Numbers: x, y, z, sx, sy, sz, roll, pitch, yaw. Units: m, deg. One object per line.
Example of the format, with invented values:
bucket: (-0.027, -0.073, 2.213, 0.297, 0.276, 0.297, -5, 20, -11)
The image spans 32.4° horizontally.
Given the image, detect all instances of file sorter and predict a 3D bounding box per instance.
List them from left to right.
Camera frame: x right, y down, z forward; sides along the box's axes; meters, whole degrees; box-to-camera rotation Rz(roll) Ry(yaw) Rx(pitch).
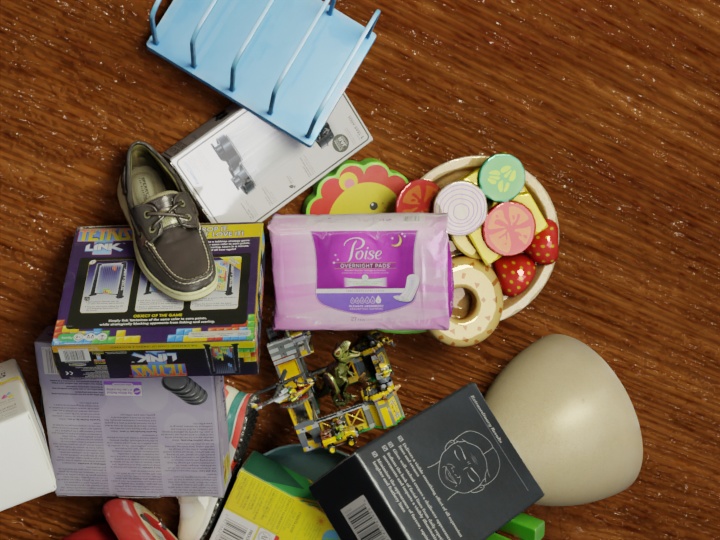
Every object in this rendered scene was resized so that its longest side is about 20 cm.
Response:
file sorter: (-0.096, -0.244, 1.237, 0.199, 0.123, 0.139, 31, 81, -3)

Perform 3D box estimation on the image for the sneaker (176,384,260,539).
sneaker: (-0.184, 0.212, 1.393, 0.093, 0.070, 0.201, 23, 108, 7)

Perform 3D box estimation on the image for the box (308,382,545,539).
box: (0.073, 0.237, 1.332, 0.199, 0.107, 0.149, -23, 77, -41)

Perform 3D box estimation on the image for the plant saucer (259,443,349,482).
plant saucer: (-0.049, 0.283, 1.427, 0.198, 0.036, 0.201, 4, 108, 13)

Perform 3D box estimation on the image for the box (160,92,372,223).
box: (-0.101, -0.133, 1.336, 0.200, 0.060, 0.117, -38, 112, -9)

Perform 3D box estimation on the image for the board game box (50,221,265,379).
board game box: (-0.198, 0.029, 1.251, 0.198, 0.166, 0.057, -1, 135, 1)

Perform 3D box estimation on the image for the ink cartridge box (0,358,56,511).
ink cartridge box: (-0.390, 0.173, 1.226, 0.144, 0.200, 0.088, -20, 105, -14)

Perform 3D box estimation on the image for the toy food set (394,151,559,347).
toy food set: (0.125, -0.030, 1.371, 0.199, 0.049, 0.199, -33, 106, 1)

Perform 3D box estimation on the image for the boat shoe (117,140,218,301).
boat shoe: (-0.201, -0.052, 1.243, 0.073, 0.200, 0.065, -21, 141, -20)

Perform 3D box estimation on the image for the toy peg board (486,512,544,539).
toy peg board: (0.133, 0.379, 1.458, 0.200, 0.097, 0.201, -28, 125, -46)

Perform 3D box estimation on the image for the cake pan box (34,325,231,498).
cake pan box: (-0.241, 0.150, 1.309, 0.198, 0.052, 0.186, -1, 109, 6)

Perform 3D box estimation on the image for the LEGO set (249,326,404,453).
LEGO set: (-0.034, 0.102, 1.355, 0.153, 0.200, 0.117, -17, 108, 9)

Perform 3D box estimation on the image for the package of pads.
package of pads: (0.000, 0.000, 1.318, 0.198, 0.076, 0.121, -1, 106, 7)

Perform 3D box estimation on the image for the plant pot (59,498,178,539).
plant pot: (-0.260, 0.361, 1.318, 0.182, 0.200, 0.201, -41, 113, -9)

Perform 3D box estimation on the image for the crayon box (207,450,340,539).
crayon box: (-0.063, 0.306, 1.391, 0.199, 0.051, 0.128, 28, 113, 5)

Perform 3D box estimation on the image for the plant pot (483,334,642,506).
plant pot: (0.208, 0.192, 1.436, 0.134, 0.200, 0.202, -23, 110, -28)

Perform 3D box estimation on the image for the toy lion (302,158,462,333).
toy lion: (0.025, -0.026, 1.412, 0.190, 0.069, 0.202, -2, 104, -13)
